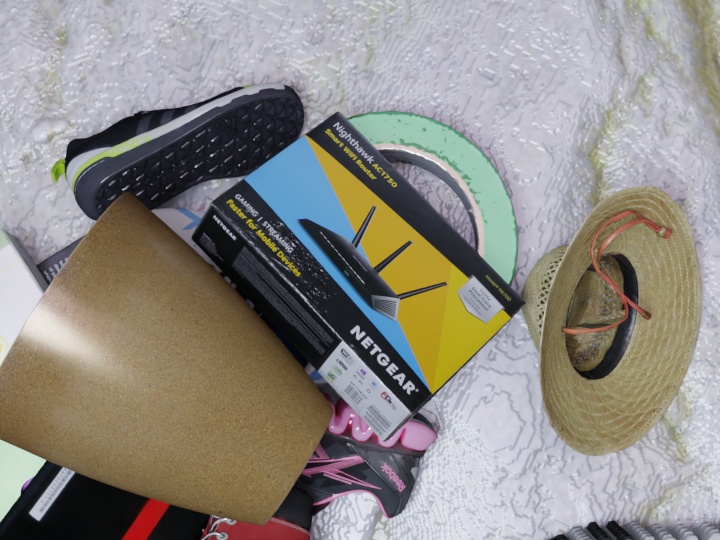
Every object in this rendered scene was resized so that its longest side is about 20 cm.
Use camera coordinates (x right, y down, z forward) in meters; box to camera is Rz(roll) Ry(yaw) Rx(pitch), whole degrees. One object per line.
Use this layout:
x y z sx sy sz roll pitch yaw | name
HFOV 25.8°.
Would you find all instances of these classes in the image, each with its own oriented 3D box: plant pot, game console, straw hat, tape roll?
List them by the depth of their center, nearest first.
-0.124 0.079 1.064 0.199 0.186 0.187 33 85 -3 | plant pot
-0.164 0.202 1.124 0.176 0.031 0.201 38 58 -7 | game console
0.167 0.029 1.174 0.085 0.200 0.203 17 81 45 | straw hat
0.021 -0.019 1.206 0.198 0.048 0.202 0 83 1 | tape roll

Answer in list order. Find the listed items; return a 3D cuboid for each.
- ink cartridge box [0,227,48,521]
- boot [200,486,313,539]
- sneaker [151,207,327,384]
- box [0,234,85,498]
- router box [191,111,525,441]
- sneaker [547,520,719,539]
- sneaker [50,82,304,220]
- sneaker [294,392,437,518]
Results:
-0.268 0.092 1.168 0.145 0.048 0.201 -34 82 -2 | ink cartridge box
-0.119 0.200 1.091 0.199 0.072 0.146 8 66 -32 | boot
-0.092 0.014 1.151 0.199 0.072 0.072 32 100 14 | sneaker
-0.215 0.061 1.210 0.199 0.036 0.144 -32 84 -1 | box
0.000 0.000 1.118 0.200 0.051 0.149 46 50 5 | router box
0.225 0.227 1.162 0.198 0.075 0.082 -1 94 4 | sneaker
-0.142 -0.108 1.209 0.199 0.072 0.083 -22 46 -18 | sneaker
-0.046 0.136 1.176 0.198 0.079 0.096 12 98 -3 | sneaker
